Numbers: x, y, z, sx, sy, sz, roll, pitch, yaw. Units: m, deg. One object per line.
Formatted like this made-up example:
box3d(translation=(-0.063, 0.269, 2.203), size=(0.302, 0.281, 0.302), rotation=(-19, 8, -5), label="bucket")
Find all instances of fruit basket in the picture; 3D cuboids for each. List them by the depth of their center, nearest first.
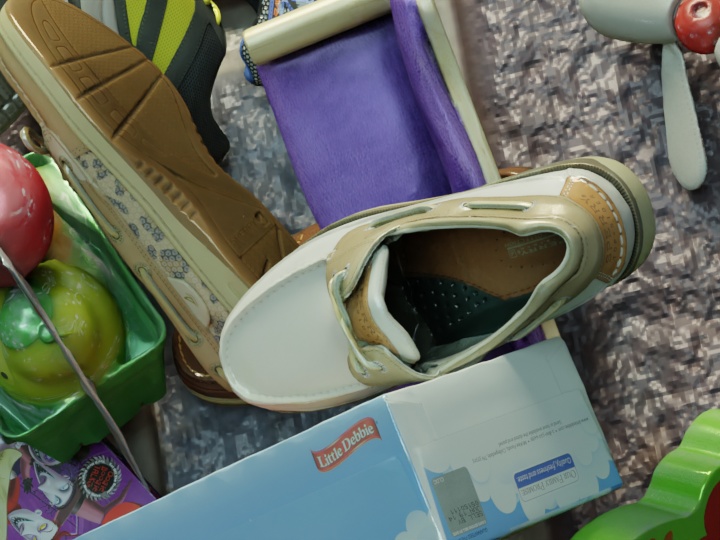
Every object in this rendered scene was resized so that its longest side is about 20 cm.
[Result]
box3d(translation=(-0.166, -0.007, 1.177), size=(0.094, 0.200, 0.186), rotation=(-36, 57, -1), label="fruit basket")

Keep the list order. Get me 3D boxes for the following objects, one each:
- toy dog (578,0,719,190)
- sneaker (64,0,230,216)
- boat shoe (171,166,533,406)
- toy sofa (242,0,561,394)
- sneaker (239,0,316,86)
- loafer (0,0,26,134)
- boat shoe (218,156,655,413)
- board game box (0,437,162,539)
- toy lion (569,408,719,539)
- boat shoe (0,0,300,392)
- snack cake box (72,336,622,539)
box3d(translation=(0.193, -0.081, 1.188), size=(0.132, 0.096, 0.200), rotation=(-36, 53, 7), label="toy dog")
box3d(translation=(-0.107, -0.128, 1.250), size=(0.074, 0.084, 0.201), rotation=(24, 121, 51), label="sneaker")
box3d(translation=(0.000, 0.000, 1.217), size=(0.199, 0.068, 0.072), rotation=(-22, 70, 9), label="boat shoe")
box3d(translation=(0.023, -0.021, 1.127), size=(0.082, 0.098, 0.201), rotation=(-21, 93, 5), label="toy sofa")
box3d(translation=(-0.045, -0.175, 1.273), size=(0.078, 0.075, 0.201), rotation=(-17, 69, 1), label="sneaker")
box3d(translation=(-0.152, -0.144, 1.297), size=(0.200, 0.075, 0.070), rotation=(-45, 25, -15), label="loafer")
box3d(translation=(0.017, 0.008, 1.062), size=(0.199, 0.068, 0.075), rotation=(-26, 90, 30), label="boat shoe")
box3d(translation=(-0.183, 0.155, 1.246), size=(0.120, 0.032, 0.200), rotation=(42, 89, 20), label="board game box")
box3d(translation=(0.139, 0.142, 1.075), size=(0.068, 0.199, 0.193), rotation=(12, 90, 45), label="toy lion")
box3d(translation=(-0.099, -0.034, 1.178), size=(0.063, 0.073, 0.200), rotation=(-42, 84, 31), label="boat shoe")
box3d(translation=(-0.010, 0.099, 1.070), size=(0.200, 0.115, 0.068), rotation=(-28, 83, 41), label="snack cake box")
